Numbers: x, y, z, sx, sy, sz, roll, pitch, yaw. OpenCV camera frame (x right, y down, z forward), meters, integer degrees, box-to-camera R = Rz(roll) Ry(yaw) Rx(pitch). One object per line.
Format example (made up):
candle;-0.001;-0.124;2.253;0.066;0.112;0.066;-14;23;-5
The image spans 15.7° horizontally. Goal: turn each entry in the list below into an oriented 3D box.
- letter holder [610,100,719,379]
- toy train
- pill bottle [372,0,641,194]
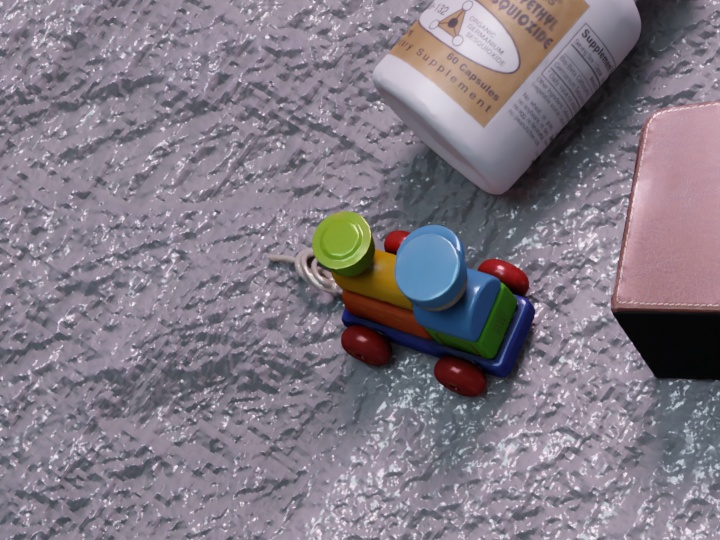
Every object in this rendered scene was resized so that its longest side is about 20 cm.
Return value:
letter holder;0.262;-0.018;1.515;0.199;0.101;0.143;1;66;24
toy train;0.000;0.000;1.611;0.199;0.116;0.085;18;75;29
pill bottle;0.111;-0.157;1.635;0.200;0.114;0.114;-48;58;-3
